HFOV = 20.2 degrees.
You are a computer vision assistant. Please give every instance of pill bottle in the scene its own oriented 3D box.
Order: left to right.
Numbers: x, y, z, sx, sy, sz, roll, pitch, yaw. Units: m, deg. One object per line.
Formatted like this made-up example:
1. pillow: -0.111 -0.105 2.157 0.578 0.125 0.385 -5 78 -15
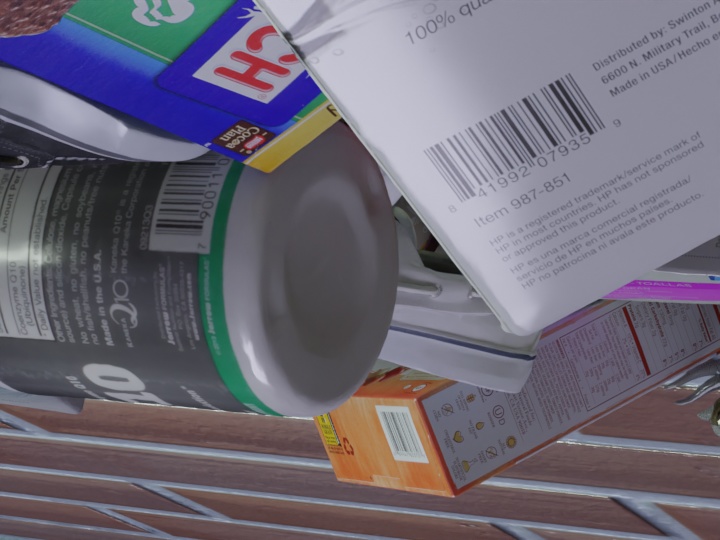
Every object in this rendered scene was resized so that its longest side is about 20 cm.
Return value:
1. pill bottle: -0.095 -0.005 0.795 0.199 0.114 0.113 3 163 31

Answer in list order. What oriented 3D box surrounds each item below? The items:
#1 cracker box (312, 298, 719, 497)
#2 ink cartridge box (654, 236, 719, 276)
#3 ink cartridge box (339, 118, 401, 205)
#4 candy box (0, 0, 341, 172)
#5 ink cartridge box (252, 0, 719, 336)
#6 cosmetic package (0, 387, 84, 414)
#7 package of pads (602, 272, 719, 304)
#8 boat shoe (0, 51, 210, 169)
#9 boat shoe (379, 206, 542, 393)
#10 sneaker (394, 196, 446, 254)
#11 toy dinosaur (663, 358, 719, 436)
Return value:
1. cracker box: 0.087 0.048 1.062 0.199 0.058 0.134 -25 -172 -25
2. ink cartridge box: 0.151 -0.054 0.706 0.199 0.149 0.076 5 165 24
3. ink cartridge box: -0.062 -0.099 0.812 0.199 0.084 0.145 13 165 -10
4. candy box: -0.052 -0.127 0.614 0.199 0.077 0.169 21 137 -38
5. ink cartridge box: 0.048 -0.100 0.512 0.145 0.084 0.200 -28 128 15
6. cosmetic package: -0.283 -0.001 1.250 0.198 0.124 0.200 6 163 15
7. package of pads: 0.122 -0.042 0.922 0.154 0.069 0.200 3 163 21
8. boat shoe: -0.133 -0.062 0.671 0.066 0.070 0.199 -37 153 34
9. boat shoe: 0.000 0.000 0.912 0.199 0.066 0.073 16 -171 -34
10. sneaker: -0.015 -0.013 1.137 0.199 0.075 0.090 -13 144 43
11. toy dinosaur: 0.253 0.020 1.024 0.102 0.200 0.077 27 131 35
